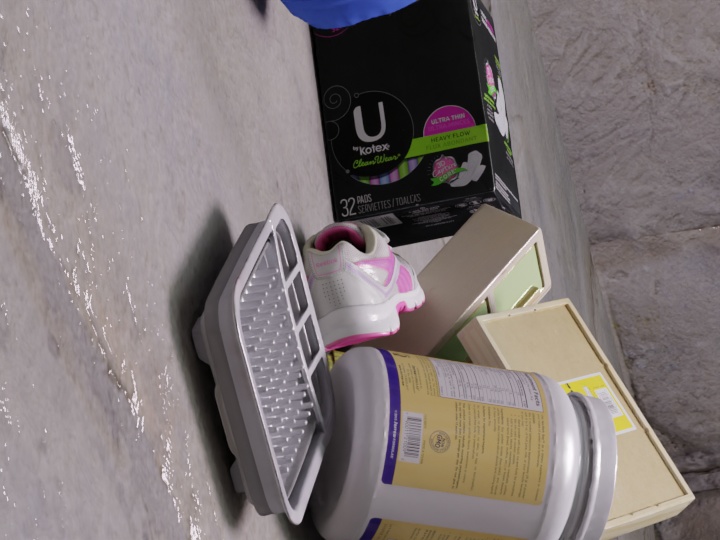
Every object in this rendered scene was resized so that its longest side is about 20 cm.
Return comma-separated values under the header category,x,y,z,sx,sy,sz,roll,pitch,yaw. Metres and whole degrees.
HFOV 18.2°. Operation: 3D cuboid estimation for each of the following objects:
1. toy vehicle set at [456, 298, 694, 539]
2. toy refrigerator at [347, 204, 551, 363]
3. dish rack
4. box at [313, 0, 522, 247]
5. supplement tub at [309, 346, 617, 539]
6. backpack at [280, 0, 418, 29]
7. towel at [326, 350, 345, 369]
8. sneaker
category,x,y,z,sx,sy,sz,roll,pitch,yaw
toy vehicle set,0.172,0.117,1.793,0.124,0.027,0.201,-8,60,-46
toy refrigerator,0.077,0.044,1.886,0.200,0.070,0.076,-47,143,-28
dish rack,-0.066,0.063,1.512,0.200,0.043,0.173,-71,150,-68
box,0.050,-0.138,1.994,0.124,0.147,0.202,39,42,-70
supplement tub,0.073,0.139,1.642,0.145,0.198,0.147,-171,-90,-75
backpack,-0.023,-0.303,1.780,0.167,0.161,0.202,34,52,-45
towel,0.059,0.135,1.754,0.023,0.198,0.145,119,-26,-47
sneaker,0.000,0.000,1.798,0.200,0.081,0.089,-61,136,-79
